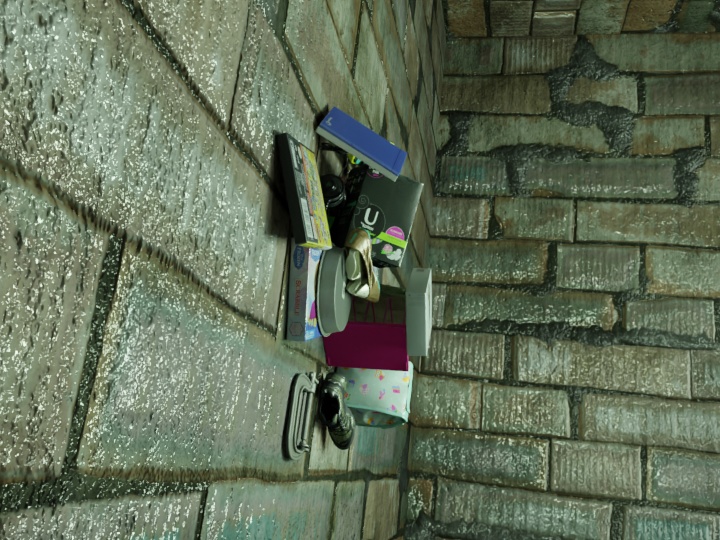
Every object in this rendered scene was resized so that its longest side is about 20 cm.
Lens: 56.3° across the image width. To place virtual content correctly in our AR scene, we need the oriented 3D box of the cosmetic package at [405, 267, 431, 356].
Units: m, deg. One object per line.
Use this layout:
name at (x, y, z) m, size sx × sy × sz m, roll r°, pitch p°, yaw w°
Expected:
cosmetic package at (0.139, 0.093, 1.587) m, size 0.200 × 0.051 × 0.152 m, roll -60°, pitch 151°, yaw -71°

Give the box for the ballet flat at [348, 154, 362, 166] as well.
ballet flat at (0.000, -0.302, 1.733) m, size 0.067 × 0.067 × 0.200 m, roll -52°, pitch 169°, yaw 10°

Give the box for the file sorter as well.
file sorter at (0.022, 0.143, 1.617) m, size 0.126 × 0.198 × 0.140 m, roll -74°, pitch 162°, yaw -50°

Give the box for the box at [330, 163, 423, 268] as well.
box at (0.032, -0.123, 1.537) m, size 0.124 × 0.147 × 0.202 m, roll -4°, pitch -113°, yaw 68°

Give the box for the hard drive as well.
hard drive at (0.006, -0.281, 1.484) m, size 0.025 × 0.199 × 0.132 m, roll -55°, pitch -173°, yaw 32°

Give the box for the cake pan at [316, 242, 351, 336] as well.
cake pan at (-0.052, 0.041, 1.435) m, size 0.200 × 0.036 × 0.203 m, roll 3°, pitch 90°, yaw -79°

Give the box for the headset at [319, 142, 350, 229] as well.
headset at (-0.074, -0.173, 1.458) m, size 0.123 × 0.093 × 0.202 m, roll 27°, pitch 82°, yaw -81°

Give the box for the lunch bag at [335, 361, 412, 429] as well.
lunch bag at (0.033, 0.305, 1.710) m, size 0.123 × 0.198 × 0.171 m, roll 79°, pitch 18°, yaw -48°

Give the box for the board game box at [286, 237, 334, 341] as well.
board game box at (-0.100, 0.038, 1.393) m, size 0.200 × 0.041 × 0.202 m, roll 0°, pitch 93°, yaw -79°

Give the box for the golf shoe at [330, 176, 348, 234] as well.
golf shoe at (-0.021, -0.129, 1.609) m, size 0.073 × 0.091 × 0.202 m, roll 52°, pitch 45°, yaw -73°

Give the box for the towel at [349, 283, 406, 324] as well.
towel at (0.039, 0.091, 1.700) m, size 0.037 × 0.198 × 0.149 m, roll -52°, pitch 146°, yaw -42°

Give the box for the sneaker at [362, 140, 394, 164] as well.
sneaker at (0.039, -0.230, 1.694) m, size 0.201 × 0.090 × 0.078 m, roll -58°, pitch 166°, yaw 1°

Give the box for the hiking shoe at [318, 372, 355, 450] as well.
hiking shoe at (-0.067, 0.347, 1.588) m, size 0.101 × 0.075 × 0.202 m, roll -45°, pitch 128°, yaw -60°

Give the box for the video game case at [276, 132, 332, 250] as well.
video game case at (-0.104, -0.142, 1.273) m, size 0.181 × 0.025 × 0.202 m, roll 7°, pitch 72°, yaw -78°

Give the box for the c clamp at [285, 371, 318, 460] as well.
c clamp at (-0.117, 0.301, 1.411) m, size 0.171 × 0.027 × 0.202 m, roll 71°, pitch 25°, yaw -61°

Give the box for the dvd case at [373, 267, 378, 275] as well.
dvd case at (0.017, 0.020, 1.882) m, size 0.201 × 0.017 × 0.144 m, roll -73°, pitch 161°, yaw -44°

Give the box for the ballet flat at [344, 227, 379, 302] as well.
ballet flat at (-0.003, 0.005, 1.442) m, size 0.072 × 0.067 × 0.201 m, roll -49°, pitch 145°, yaw -40°
